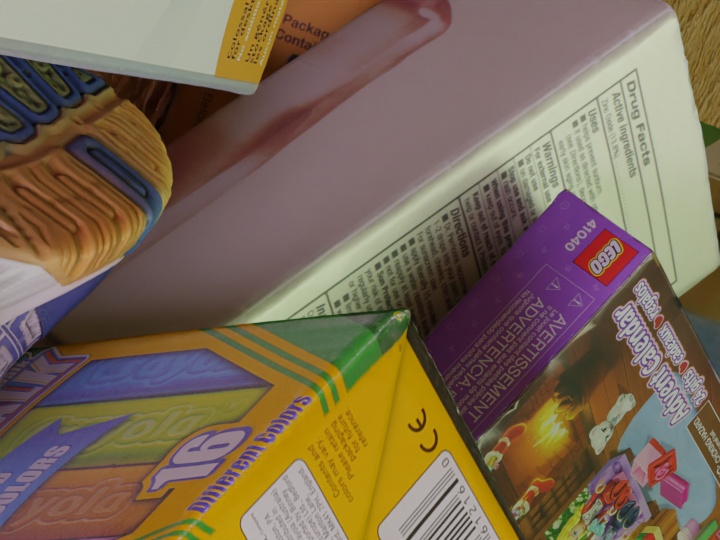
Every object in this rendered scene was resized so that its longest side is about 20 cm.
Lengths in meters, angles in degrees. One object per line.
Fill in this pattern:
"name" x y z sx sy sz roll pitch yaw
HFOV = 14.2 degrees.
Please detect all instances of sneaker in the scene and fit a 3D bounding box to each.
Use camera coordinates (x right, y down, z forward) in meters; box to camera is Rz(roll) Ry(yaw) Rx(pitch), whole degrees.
"sneaker" -0.116 0.014 0.670 0.088 0.075 0.200 -57 173 35

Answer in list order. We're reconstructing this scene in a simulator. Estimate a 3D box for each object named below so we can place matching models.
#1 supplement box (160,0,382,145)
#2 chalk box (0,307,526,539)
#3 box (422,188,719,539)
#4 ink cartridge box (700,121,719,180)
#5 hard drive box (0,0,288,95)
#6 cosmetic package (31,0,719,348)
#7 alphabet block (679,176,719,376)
"supplement box" -0.036 -0.007 0.923 0.069 0.066 0.200 -16 127 -74
"chalk box" -0.067 0.099 0.703 0.124 0.200 0.125 -46 116 -41
"box" 0.055 0.084 0.848 0.137 0.039 0.200 -46 144 -8
"ink cartridge box" 0.160 0.021 1.566 0.084 0.145 0.200 87 28 -60
"hard drive box" -0.059 -0.125 0.627 0.200 0.077 0.156 -5 115 -75
"cosmetic package" 0.000 0.000 0.834 0.200 0.087 0.104 -34 131 -24
"alphabet block" 0.045 0.055 1.060 0.196 0.196 0.200 -71 167 16
